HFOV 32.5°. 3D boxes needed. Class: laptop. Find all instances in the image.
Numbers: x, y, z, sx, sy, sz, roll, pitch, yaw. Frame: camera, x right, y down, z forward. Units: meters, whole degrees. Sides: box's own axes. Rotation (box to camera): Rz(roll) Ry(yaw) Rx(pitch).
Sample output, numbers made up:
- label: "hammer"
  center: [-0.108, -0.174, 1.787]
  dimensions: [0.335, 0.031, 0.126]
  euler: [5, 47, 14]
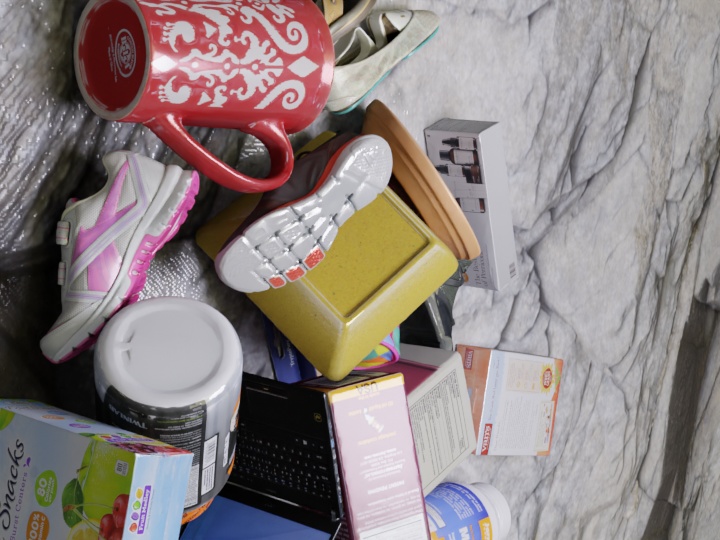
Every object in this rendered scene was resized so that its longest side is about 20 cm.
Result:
- label: "laptop"
  center: [-0.114, 0.205, 1.142]
  dimensions: [0.103, 0.176, 0.202]
  euler: [-28, 119, -46]

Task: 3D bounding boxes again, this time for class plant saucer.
- label: "plant saucer"
  center: [0.058, -0.090, 1.321]
  dimensions: [0.037, 0.200, 0.201]
  euler: [-34, 131, -2]
- label: "plant saucer"
  center: [-0.023, -0.028, 1.200]
  dimensions: [0.200, 0.048, 0.200]
  euler: [46, 60, 5]

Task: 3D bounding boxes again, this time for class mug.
- label: "mug"
  center: [-0.126, -0.169, 1.070]
  dimensions: [0.199, 0.178, 0.134]
  euler: [-6, 145, -47]

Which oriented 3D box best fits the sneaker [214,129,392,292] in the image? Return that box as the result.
- label: "sneaker"
  center: [-0.061, -0.058, 1.145]
  dimensions: [0.200, 0.082, 0.077]
  euler: [-39, 130, -17]

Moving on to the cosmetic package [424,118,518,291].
- label: "cosmetic package"
  center: [0.134, -0.079, 1.487]
  dimensions: [0.051, 0.082, 0.201]
  euler: [-32, 121, -42]

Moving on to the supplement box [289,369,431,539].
- label: "supplement box"
  center: [-0.002, 0.203, 1.190]
  dimensions: [0.085, 0.110, 0.202]
  euler: [-12, 94, -27]

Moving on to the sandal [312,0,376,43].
- label: "sandal"
  center: [-0.043, -0.252, 1.240]
  dimensions: [0.054, 0.080, 0.200]
  euler: [50, 60, -19]

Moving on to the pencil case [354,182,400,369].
- label: "pencil case"
  center: [0.000, 0.000, 1.269]
  dimensions: [0.088, 0.088, 0.201]
  euler: [32, 49, -50]

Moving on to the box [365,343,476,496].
- label: "box"
  center: [0.025, 0.184, 1.374]
  dimensions: [0.200, 0.108, 0.129]
  euler: [-34, 121, -44]

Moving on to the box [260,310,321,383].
- label: "box"
  center: [-0.026, 0.039, 1.343]
  dimensions: [0.200, 0.032, 0.122]
  euler: [-36, 124, -42]

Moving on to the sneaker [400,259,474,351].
- label: "sneaker"
  center: [0.095, 0.029, 1.460]
  dimensions: [0.114, 0.076, 0.201]
  euler: [-29, 114, -39]

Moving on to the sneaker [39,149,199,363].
- label: "sneaker"
  center: [-0.221, -0.016, 1.049]
  dimensions: [0.201, 0.088, 0.081]
  euler: [-59, 180, -3]

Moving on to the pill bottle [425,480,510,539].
- label: "pill bottle"
  center: [0.097, 0.318, 1.491]
  dimensions: [0.199, 0.111, 0.113]
  euler: [-9, 104, -50]

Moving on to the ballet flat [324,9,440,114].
- label: "ballet flat"
  center: [0.019, -0.242, 1.321]
  dimensions: [0.200, 0.067, 0.063]
  euler: [-48, 122, -36]

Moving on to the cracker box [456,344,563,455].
- label: "cracker box"
  center: [0.190, 0.173, 1.628]
  dimensions: [0.199, 0.057, 0.135]
  euler: [12, 86, -54]

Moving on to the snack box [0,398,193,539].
- label: "snack box"
  center: [-0.234, 0.202, 0.965]
  dimensions: [0.067, 0.199, 0.170]
  euler: [10, 89, -52]

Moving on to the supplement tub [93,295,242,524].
- label: "supplement tub"
  center: [-0.165, 0.127, 1.060]
  dimensions: [0.123, 0.122, 0.201]
  euler: [-46, 159, -37]
